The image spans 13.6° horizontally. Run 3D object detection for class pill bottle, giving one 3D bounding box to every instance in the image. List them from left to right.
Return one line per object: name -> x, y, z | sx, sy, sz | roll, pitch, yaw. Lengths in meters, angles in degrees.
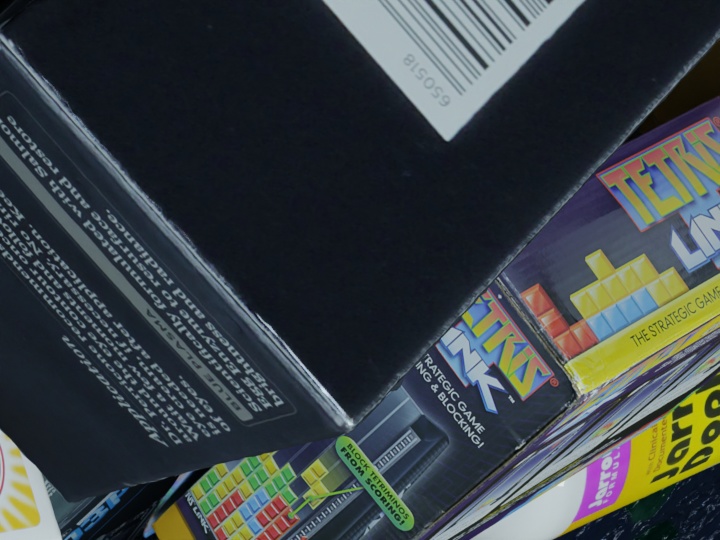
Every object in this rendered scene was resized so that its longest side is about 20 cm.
pill bottle -> 0.080, 0.045, 1.168 | 0.199, 0.104, 0.104 | -21, 145, -34

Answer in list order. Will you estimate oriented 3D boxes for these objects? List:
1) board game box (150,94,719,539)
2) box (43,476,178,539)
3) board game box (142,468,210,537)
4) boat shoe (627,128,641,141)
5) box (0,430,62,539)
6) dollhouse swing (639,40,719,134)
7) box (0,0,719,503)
board game box -> 0.058, 0.020, 0.853 | 0.200, 0.057, 0.165 | -26, 166, -46
box -> -0.106, 0.090, 1.020 | 0.200, 0.046, 0.159 | -43, 165, 6
board game box -> 0.000, 0.000, 0.901 | 0.158, 0.039, 0.200 | -46, 172, 24
boat shoe -> 0.152, -0.069, 1.017 | 0.199, 0.066, 0.074 | -43, 146, 7
box -> -0.196, 0.051, 0.802 | 0.200, 0.113, 0.101 | -7, 163, -47
dollhouse swing -> 0.132, -0.162, 0.899 | 0.175, 0.182, 0.200 | -21, 153, 4
box -> -0.014, -0.057, 0.734 | 0.197, 0.118, 0.200 | -46, -169, -22
